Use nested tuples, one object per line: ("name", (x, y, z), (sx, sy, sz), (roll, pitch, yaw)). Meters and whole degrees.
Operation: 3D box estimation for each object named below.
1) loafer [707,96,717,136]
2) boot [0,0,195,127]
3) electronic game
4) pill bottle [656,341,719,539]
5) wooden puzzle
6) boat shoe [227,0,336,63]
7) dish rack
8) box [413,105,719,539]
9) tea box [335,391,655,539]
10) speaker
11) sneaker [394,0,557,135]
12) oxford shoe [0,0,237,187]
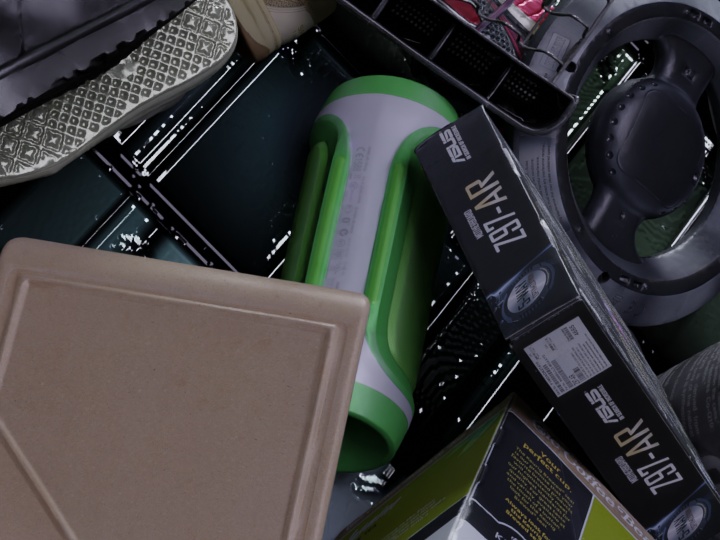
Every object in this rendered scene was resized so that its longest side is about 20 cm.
("loafer", (0.263, -0.062, 1.730), (0.070, 0.070, 0.200), (7, 59, -59))
("boot", (-0.165, -0.163, 1.387), (0.211, 0.079, 0.158), (-35, 94, -45))
("electronic game", (0.159, -0.068, 1.641), (0.200, 0.042, 0.200), (-3, 94, -38))
("pill bottle", (0.235, 0.077, 1.556), (0.113, 0.200, 0.113), (14, 62, -27))
("wooden puzzle", (-0.102, 0.081, 1.402), (0.185, 0.037, 0.200), (9, 58, 5))
("boat shoe", (-0.079, -0.209, 1.535), (0.065, 0.071, 0.200), (-31, 113, -8))
("dish rack", (0.089, -0.190, 1.549), (0.153, 0.055, 0.200), (35, 89, -7))
("box", (0.109, 0.033, 1.490), (0.200, 0.044, 0.160), (53, 9, -42))
("tea box", (0.079, 0.200, 1.397), (0.200, 0.134, 0.197), (47, 25, -6))
("speaker", (0.000, 0.000, 1.512), (0.088, 0.088, 0.200), (25, 58, -21))
("sneaker", (0.038, -0.144, 1.606), (0.200, 0.081, 0.075), (35, 58, -17))
("oxford shoe", (-0.154, -0.089, 1.476), (0.200, 0.058, 0.075), (-26, 91, -23))
